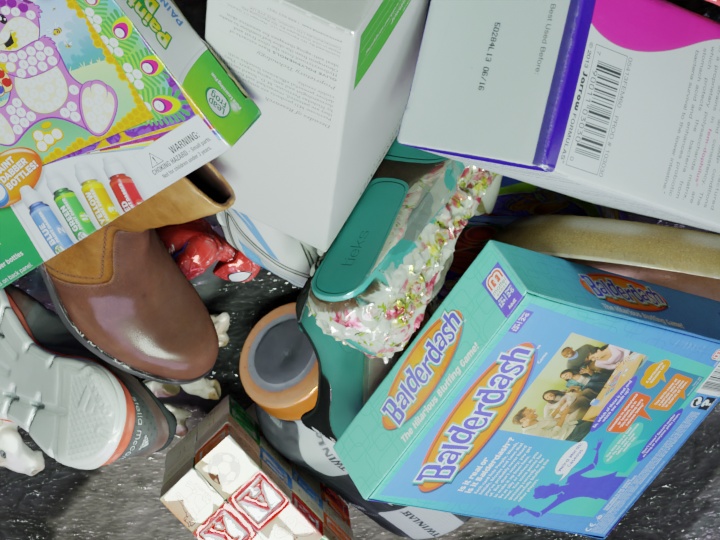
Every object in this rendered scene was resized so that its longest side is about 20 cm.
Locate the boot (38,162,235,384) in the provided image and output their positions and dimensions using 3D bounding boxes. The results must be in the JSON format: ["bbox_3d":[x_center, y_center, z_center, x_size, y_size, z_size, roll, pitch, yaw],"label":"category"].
[{"bbox_3d":[-0.111,-0.027,1.532,0.189,0.068,0.200,54,150,-8],"label":"boot"}]

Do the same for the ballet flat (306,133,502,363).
[{"bbox_3d":[0.037,-0.036,1.525,0.075,0.200,0.064,12,148,43],"label":"ballet flat"}]

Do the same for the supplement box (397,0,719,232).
[{"bbox_3d":[0.126,-0.088,1.463,0.103,0.102,0.199,12,178,42],"label":"supplement box"}]

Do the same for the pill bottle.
[{"bbox_3d":[0.002,0.090,1.814,0.106,0.107,0.200,-19,148,23],"label":"pill bottle"}]

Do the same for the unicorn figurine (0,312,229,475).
[{"bbox_3d":[-0.167,0.074,1.809,0.137,0.074,0.201,8,130,-24],"label":"unicorn figurine"}]

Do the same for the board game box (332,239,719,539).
[{"bbox_3d":[0.103,0.069,1.553,0.199,0.045,0.152,14,122,-44],"label":"board game box"}]

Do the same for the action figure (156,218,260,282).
[{"bbox_3d":[-0.157,0.008,1.665,0.199,0.065,0.100,4,110,-17],"label":"action figure"}]

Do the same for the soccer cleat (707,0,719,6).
[{"bbox_3d":[0.120,-0.178,1.399,0.199,0.074,0.068,13,146,-28],"label":"soccer cleat"}]

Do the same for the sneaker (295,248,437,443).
[{"bbox_3d":[0.000,0.000,1.594,0.079,0.202,0.071,2,176,31],"label":"sneaker"}]

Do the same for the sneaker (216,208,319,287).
[{"bbox_3d":[-0.063,-0.047,1.607,0.072,0.072,0.200,-9,148,23],"label":"sneaker"}]

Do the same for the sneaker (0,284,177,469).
[{"bbox_3d":[-0.184,0.061,1.680,0.082,0.200,0.077,10,111,-49],"label":"sneaker"}]

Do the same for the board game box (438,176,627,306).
[{"bbox_3d":[0.089,-0.015,1.705,0.134,0.045,0.200,-14,149,15],"label":"board game box"}]

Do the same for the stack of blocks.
[{"bbox_3d":[-0.065,0.141,1.809,0.059,0.200,0.115,-43,98,6],"label":"stack of blocks"}]

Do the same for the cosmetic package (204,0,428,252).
[{"bbox_3d":[-0.023,-0.114,1.437,0.084,0.108,0.200,25,152,10],"label":"cosmetic package"}]

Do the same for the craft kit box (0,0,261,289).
[{"bbox_3d":[-0.181,-0.104,1.410,0.199,0.049,0.198,-30,103,36],"label":"craft kit box"}]

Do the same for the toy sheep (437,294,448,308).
[{"bbox_3d":[0.080,0.067,1.672,0.198,0.139,0.138,-5,150,-7],"label":"toy sheep"}]

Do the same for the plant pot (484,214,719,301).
[{"bbox_3d":[0.166,-0.005,1.589,0.199,0.028,0.200,8,176,1],"label":"plant pot"}]
